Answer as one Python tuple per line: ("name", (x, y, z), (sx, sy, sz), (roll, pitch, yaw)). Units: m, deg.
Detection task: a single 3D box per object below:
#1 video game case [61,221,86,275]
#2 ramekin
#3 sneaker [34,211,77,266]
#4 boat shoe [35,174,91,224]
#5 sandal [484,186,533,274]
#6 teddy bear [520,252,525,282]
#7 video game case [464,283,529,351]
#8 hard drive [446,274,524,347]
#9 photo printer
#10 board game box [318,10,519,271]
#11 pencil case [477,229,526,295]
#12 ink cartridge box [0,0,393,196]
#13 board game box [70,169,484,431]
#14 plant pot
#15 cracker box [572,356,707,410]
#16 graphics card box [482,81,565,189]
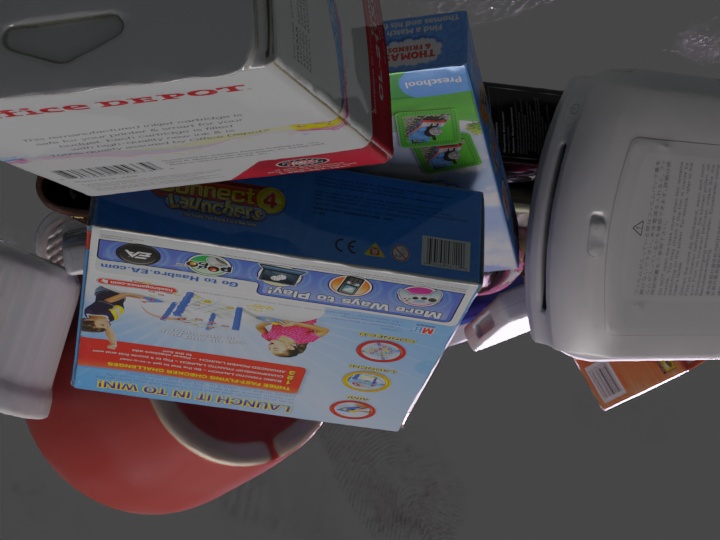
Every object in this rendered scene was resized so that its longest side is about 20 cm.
("video game case", (-0.100, -0.030, 1.144), (0.199, 0.023, 0.182), (-9, -173, -9))
("ramekin", (-0.279, 0.015, 1.101), (0.200, 0.098, 0.200), (22, 176, 1))
("sneaker", (-0.193, -0.005, 1.360), (0.200, 0.073, 0.114), (27, -179, -42))
("boat shoe", (-0.097, -0.053, 1.002), (0.199, 0.071, 0.070), (-7, 178, 27))
("sandal", (0.039, -0.009, 1.048), (0.200, 0.058, 0.080), (-14, 172, 8))
("teddy bear", (0.182, -0.045, 1.186), (0.144, 0.067, 0.200), (-22, 173, -11))
("video game case", (0.174, 0.003, 1.151), (0.199, 0.023, 0.182), (-21, 174, -6))
("hard drive", (0.096, 0.004, 1.339), (0.199, 0.025, 0.132), (-18, -150, -27))
("photo printer", (0.180, -0.029, 0.984), (0.199, 0.167, 0.069), (0, -168, -36))
("board game box", (-0.003, -0.055, 0.897), (0.150, 0.037, 0.200), (-6, 151, 11))
("pencil case", (0.067, -0.029, 1.192), (0.082, 0.087, 0.200), (-21, 172, 14))
("ink cartridge box", (-0.078, -0.089, 0.665), (0.145, 0.083, 0.200), (-5, 173, 11))
("board game box", (-0.052, 0.014, 0.928), (0.199, 0.056, 0.196), (9, 151, -8))
("plant pot", (-0.113, 0.066, 1.167), (0.199, 0.202, 0.177), (0, 171, -27))
("cracker box", (0.264, 0.021, 1.226), (0.199, 0.058, 0.134), (-28, 174, -23))
("graphics card box", (0.093, -0.073, 1.035), (0.199, 0.051, 0.125), (0, 172, -38))
